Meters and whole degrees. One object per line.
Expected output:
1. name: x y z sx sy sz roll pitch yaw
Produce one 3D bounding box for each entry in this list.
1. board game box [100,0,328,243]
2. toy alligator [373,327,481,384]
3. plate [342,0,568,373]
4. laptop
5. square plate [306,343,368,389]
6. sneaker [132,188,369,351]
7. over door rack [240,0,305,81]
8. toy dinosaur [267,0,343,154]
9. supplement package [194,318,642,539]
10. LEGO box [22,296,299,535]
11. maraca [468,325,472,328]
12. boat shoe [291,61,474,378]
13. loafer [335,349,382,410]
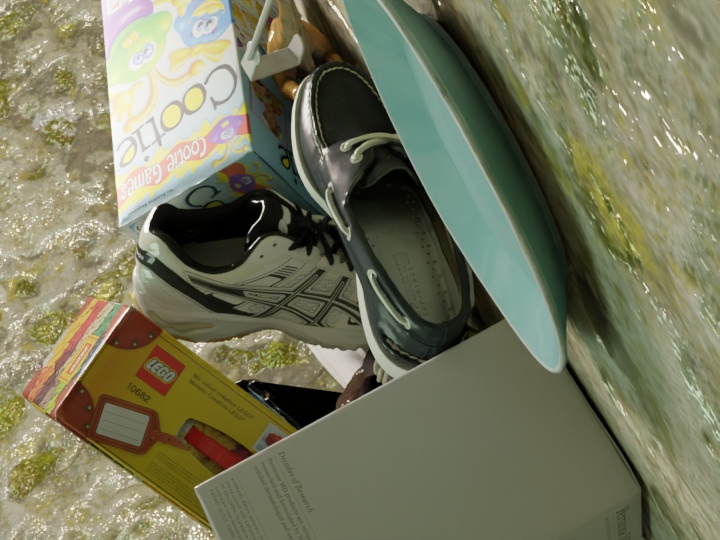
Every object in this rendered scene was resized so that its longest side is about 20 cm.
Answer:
1. board game box: -0.092 -0.100 1.154 0.105 0.102 0.201 43 -152 -45
2. toy alligator: 0.061 0.066 1.058 0.054 0.060 0.200 20 -179 18
3. plate: 0.048 -0.048 0.793 0.201 0.025 0.200 62 177 5
4. laptop: -0.045 0.139 1.297 0.200 0.104 0.177 39 -169 25
5. square plate: 0.047 0.107 1.408 0.198 0.029 0.200 36 -176 -24
6. sneaker: -0.035 -0.005 1.059 0.088 0.198 0.076 92 171 -49
7. over door rack: -0.085 -0.200 0.948 0.148 0.066 0.200 61 166 17
8. toy dinosaur: -0.039 -0.132 1.084 0.107 0.060 0.200 62 176 7
9. supplement package: 0.035 0.134 0.944 0.120 0.199 0.121 59 175 27
10. LEGO box: -0.095 0.106 1.080 0.200 0.077 0.149 38 170 -16
11. maraca: 0.000 0.000 1.210 0.200 0.108 0.137 36 -169 34
12. boat shoe: 0.016 -0.039 0.982 0.060 0.075 0.201 110 141 -60
13. loafer: 0.015 0.108 1.143 0.073 0.071 0.200 36 -172 -3
